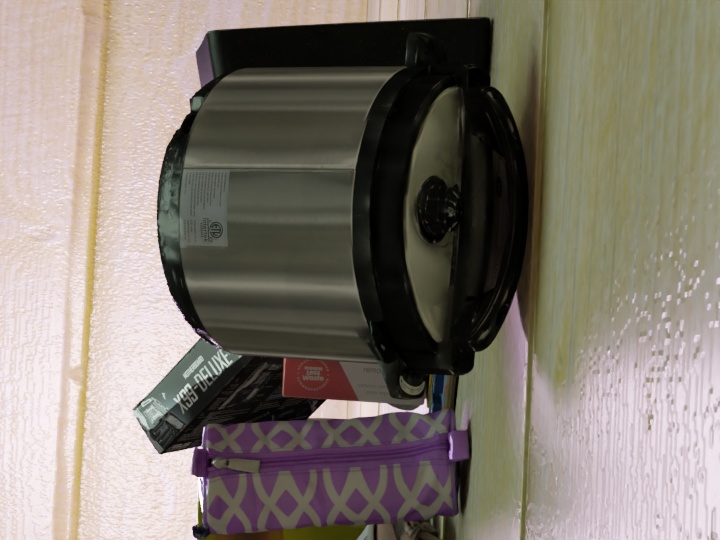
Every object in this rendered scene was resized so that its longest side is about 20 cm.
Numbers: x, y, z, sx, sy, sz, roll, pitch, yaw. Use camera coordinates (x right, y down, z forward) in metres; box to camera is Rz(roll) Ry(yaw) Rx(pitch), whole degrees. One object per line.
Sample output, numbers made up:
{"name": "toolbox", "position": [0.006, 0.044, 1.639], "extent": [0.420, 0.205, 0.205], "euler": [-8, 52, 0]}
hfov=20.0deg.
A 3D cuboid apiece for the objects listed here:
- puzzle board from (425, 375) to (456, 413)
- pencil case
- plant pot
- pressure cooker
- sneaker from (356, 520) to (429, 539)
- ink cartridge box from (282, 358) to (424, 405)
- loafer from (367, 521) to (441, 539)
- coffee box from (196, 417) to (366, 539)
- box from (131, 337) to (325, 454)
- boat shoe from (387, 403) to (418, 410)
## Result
{"name": "puzzle board", "position": [0.065, 0.025, 1.584], "extent": [0.151, 0.017, 0.202], "euler": [-91, 6, -59]}
{"name": "pencil case", "position": [-0.023, 0.140, 1.451], "extent": [0.086, 0.198, 0.085], "euler": [86, 179, -60]}
{"name": "plant pot", "position": [-0.015, -0.084, 1.496], "extent": [0.199, 0.198, 0.179], "euler": [-173, 80, -83]}
{"name": "pressure cooker", "position": [0.003, -0.029, 1.184], "extent": [0.179, 0.198, 0.177], "euler": [-60, -39, -44]}
{"name": "sneaker", "position": [-0.024, 0.255, 1.642], "extent": [0.201, 0.114, 0.075], "euler": [-60, -44, -38]}
{"name": "ink cartridge box", "position": [0.000, 0.000, 1.625], "extent": [0.068, 0.115, 0.202], "euler": [-92, 5, -84]}
{"name": "loafer", "position": [0.045, 0.227, 1.490], "extent": [0.072, 0.063, 0.200], "euler": [59, -166, -20]}
{"name": "coffee box", "position": [-0.049, 0.248, 1.858], "extent": [0.200, 0.198, 0.200], "euler": [-116, 28, -84]}
{"name": "box", "position": [-0.079, 0.084, 1.765], "extent": [0.158, 0.199, 0.050], "euler": [-46, 67, 29]}
{"name": "boat shoe", "position": [0.040, 0.026, 1.730], "extent": [0.064, 0.070, 0.202], "euler": [-42, -42, -44]}
